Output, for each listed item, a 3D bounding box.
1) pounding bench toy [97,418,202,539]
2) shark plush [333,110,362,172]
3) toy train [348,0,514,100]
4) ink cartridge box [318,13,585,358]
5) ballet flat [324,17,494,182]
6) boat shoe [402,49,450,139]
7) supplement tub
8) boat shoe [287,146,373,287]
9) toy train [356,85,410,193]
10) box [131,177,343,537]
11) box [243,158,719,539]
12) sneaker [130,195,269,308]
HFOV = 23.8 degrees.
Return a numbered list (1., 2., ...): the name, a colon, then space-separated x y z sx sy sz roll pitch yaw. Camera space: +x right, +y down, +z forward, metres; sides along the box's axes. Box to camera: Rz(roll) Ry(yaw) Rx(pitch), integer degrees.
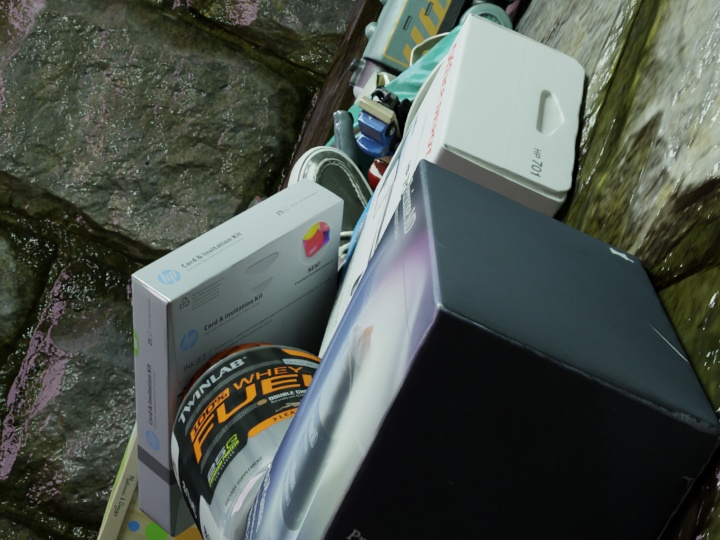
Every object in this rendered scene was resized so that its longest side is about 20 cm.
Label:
1. pounding bench toy: -0.102 0.142 1.344 0.124 0.154 0.202 -93 23 -73
2. shark plush: -0.002 -0.017 1.290 0.083 0.090 0.203 114 169 -81
3. toy train: 0.068 -0.209 1.405 0.085 0.113 0.202 -141 75 -83
4. ink cartridge box: 0.056 -0.034 1.069 0.147 0.085 0.201 -75 10 -49
5. ballet flat: 0.042 -0.135 1.338 0.199 0.067 0.071 -30 52 34
6. boat shoe: 0.059 -0.087 1.267 0.062 0.072 0.202 -103 31 -72
7. supplement tub: -0.042 0.119 0.992 0.124 0.121 0.200 -65 22 8
8. boat shoe: 0.000 0.000 1.206 0.064 0.070 0.202 131 126 -65
9. toy train: 0.025 -0.076 1.312 0.046 0.034 0.201 -51 -24 -18
10. box: -0.080 0.059 1.129 0.155 0.041 0.202 -32 -40 -37
11. box: 0.035 0.086 0.703 0.200 0.122 0.200 -63 8 16
12. sneaker: -0.107 -0.004 1.409 0.199 0.075 0.117 2 69 49
